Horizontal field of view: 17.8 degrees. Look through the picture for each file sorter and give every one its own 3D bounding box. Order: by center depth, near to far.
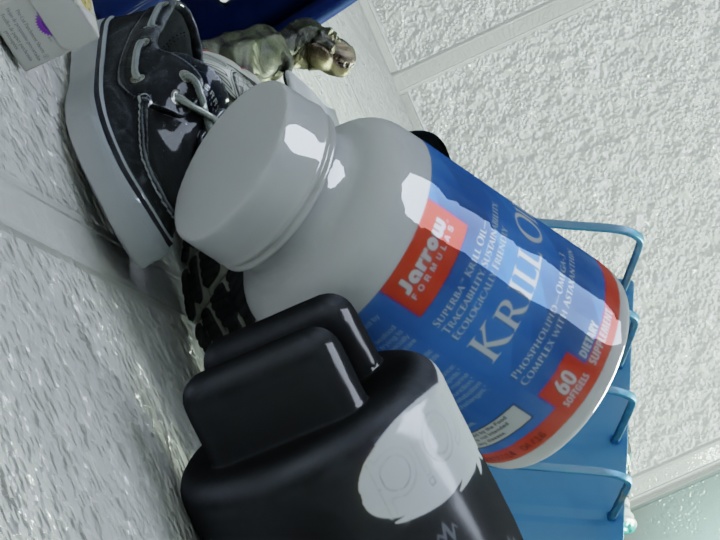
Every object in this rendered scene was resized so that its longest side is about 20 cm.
[{"bbox_3d":[0.088,0.080,1.304,0.123,0.138,0.201,90,5,-72],"label":"file sorter"}]

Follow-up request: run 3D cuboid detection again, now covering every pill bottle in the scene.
[{"bbox_3d":[0.017,0.000,1.052,0.200,0.112,0.112,32,23,-27],"label":"pill bottle"}]

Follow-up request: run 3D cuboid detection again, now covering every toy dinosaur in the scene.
[{"bbox_3d":[-0.078,-0.099,1.299,0.200,0.047,0.088,-11,117,-56],"label":"toy dinosaur"}]

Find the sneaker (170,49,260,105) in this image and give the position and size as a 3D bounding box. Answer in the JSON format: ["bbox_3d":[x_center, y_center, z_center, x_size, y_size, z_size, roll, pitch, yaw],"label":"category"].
[{"bbox_3d":[-0.057,-0.023,1.204,0.082,0.078,0.201,-53,118,-81],"label":"sneaker"}]

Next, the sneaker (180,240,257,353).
[{"bbox_3d":[-0.033,0.027,1.122,0.077,0.079,0.201,-37,-114,55],"label":"sneaker"}]

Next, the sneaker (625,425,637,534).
[{"bbox_3d":[0.121,0.132,1.633,0.077,0.200,0.092,11,86,-45],"label":"sneaker"}]

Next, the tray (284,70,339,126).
[{"bbox_3d":[0.000,0.000,1.206,0.108,0.022,0.200,-104,178,-56],"label":"tray"}]

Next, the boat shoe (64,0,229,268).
[{"bbox_3d":[-0.096,-0.073,1.102,0.200,0.068,0.072,-101,165,-61],"label":"boat shoe"}]

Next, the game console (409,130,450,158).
[{"bbox_3d":[0.012,-0.041,1.641,0.171,0.118,0.200,56,11,-58],"label":"game console"}]

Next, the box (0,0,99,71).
[{"bbox_3d":[-0.158,-0.170,1.082,0.200,0.039,0.041,-107,171,-49],"label":"box"}]

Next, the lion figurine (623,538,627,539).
[{"bbox_3d":[0.123,0.221,1.533,0.200,0.122,0.073,-49,152,-73],"label":"lion figurine"}]

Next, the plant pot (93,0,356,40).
[{"bbox_3d":[-0.079,-0.237,1.319,0.180,0.200,0.200,60,5,11],"label":"plant pot"}]

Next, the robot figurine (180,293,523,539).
[{"bbox_3d":[-0.001,0.114,0.970,0.125,0.150,0.200,-8,-67,52],"label":"robot figurine"}]
